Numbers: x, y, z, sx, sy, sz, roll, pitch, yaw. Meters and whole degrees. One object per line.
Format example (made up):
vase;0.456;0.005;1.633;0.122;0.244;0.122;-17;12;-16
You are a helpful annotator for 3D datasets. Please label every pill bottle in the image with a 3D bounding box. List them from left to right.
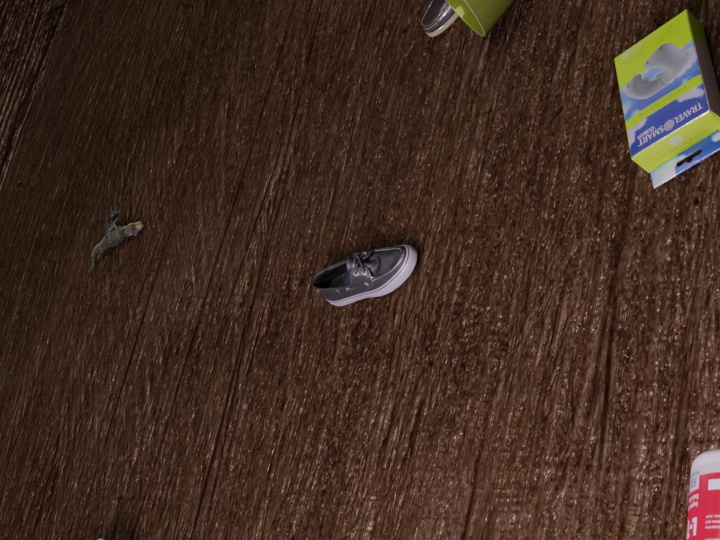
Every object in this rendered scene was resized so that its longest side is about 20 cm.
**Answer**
pill bottle;0.369;0.282;1.195;0.112;0.112;0.202;-17;54;46

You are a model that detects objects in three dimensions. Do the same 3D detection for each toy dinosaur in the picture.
toy dinosaur;-0.538;-0.082;2.695;0.199;0.047;0.089;-32;51;41

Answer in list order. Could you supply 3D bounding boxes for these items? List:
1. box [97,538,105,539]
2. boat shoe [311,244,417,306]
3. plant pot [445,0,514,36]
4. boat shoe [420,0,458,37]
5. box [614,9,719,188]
box;-0.446;0.570;2.072;0.200;0.106;0.153;-40;40;29
boat shoe;0.000;0.000;1.912;0.199;0.066;0.071;-19;53;45
plant pot;0.205;-0.498;1.911;0.200;0.187;0.187;-41;37;4
boat shoe;0.154;-0.479;2.038;0.201;0.064;0.073;-55;36;12
box;0.390;-0.217;1.568;0.121;0.047;0.202;-33;43;36
